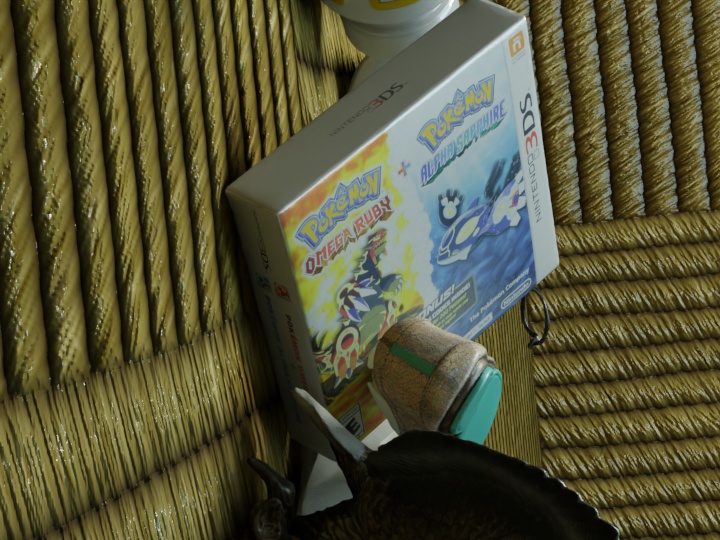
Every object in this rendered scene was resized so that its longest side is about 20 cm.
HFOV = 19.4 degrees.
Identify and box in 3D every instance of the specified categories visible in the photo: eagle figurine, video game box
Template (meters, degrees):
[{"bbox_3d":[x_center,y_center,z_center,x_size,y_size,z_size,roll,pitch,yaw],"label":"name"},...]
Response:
[{"bbox_3d":[0.046,0.141,1.047,0.152,0.199,0.152,-79,161,-63],"label":"eagle figurine"},{"bbox_3d":[0.025,-0.023,1.161,0.200,0.047,0.183,-40,135,-28],"label":"video game box"}]

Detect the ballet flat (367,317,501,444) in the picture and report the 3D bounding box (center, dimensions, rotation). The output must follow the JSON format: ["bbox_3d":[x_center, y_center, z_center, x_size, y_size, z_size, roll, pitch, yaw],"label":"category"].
[{"bbox_3d":[0.037,0.061,1.120,0.068,0.067,0.200,-59,170,-12],"label":"ballet flat"}]

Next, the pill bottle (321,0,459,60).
[{"bbox_3d":[0.011,-0.231,1.368,0.200,0.111,0.112,75,13,-53],"label":"pill bottle"}]

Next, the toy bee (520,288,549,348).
[{"bbox_3d":[0.046,0.009,1.567,0.200,0.108,0.132,162,-85,-73],"label":"toy bee"}]

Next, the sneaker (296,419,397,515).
[{"bbox_3d":[-0.005,0.130,1.216,0.200,0.075,0.089,-73,169,-55],"label":"sneaker"}]

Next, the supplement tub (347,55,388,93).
[{"bbox_3d":[0.060,-0.120,1.592,0.200,0.122,0.123,-34,118,-81],"label":"supplement tub"}]
